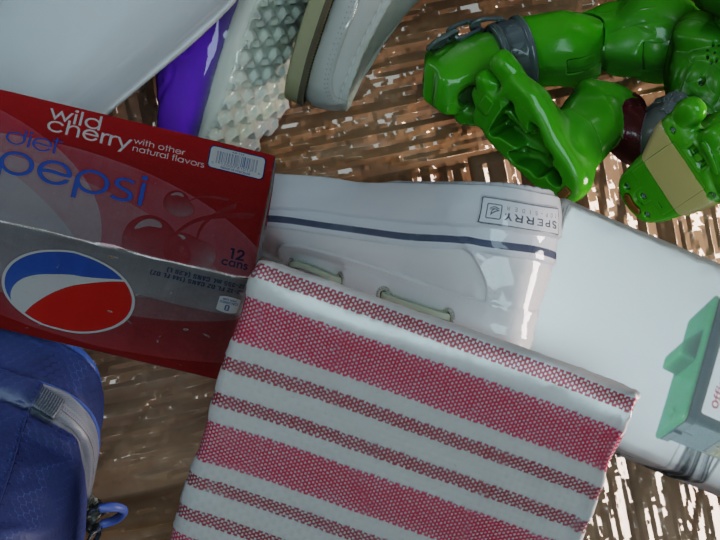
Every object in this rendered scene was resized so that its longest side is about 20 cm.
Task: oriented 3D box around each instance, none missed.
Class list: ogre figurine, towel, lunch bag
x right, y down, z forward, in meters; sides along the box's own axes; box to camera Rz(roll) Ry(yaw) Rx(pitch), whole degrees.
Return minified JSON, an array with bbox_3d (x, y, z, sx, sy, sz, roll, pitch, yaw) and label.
[{"bbox_3d":[0.131,-0.068,0.907,0.120,0.200,0.098,-32,114,-35],"label":"ogre figurine"},{"bbox_3d":[0.005,0.098,0.838,0.146,0.030,0.201,19,120,2],"label":"towel"},{"bbox_3d":[-0.189,0.080,0.872,0.199,0.136,0.133,15,48,-7],"label":"lunch bag"}]

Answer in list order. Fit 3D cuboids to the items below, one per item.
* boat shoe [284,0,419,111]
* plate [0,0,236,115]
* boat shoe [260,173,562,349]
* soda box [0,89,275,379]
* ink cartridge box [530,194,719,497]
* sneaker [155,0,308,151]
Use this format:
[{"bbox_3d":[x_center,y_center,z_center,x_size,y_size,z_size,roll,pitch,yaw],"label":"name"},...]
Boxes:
[{"bbox_3d":[0.036,-0.149,0.916,0.068,0.075,0.201,27,87,0],"label":"boat shoe"},{"bbox_3d":[-0.174,-0.121,0.906,0.199,0.032,0.200,-42,84,11],"label":"plate"},{"bbox_3d":[0.000,0.000,0.873,0.073,0.200,0.067,10,86,-29],"label":"boat shoe"},{"bbox_3d":[-0.137,-0.023,0.843,0.199,0.070,0.064,14,52,-7],"label":"soda box"},{"bbox_3d":[0.142,0.045,0.913,0.199,0.146,0.085,22,88,-5],"label":"ink cartridge box"},{"bbox_3d":[-0.070,-0.138,0.931,0.099,0.070,0.201,17,104,20],"label":"sneaker"}]
